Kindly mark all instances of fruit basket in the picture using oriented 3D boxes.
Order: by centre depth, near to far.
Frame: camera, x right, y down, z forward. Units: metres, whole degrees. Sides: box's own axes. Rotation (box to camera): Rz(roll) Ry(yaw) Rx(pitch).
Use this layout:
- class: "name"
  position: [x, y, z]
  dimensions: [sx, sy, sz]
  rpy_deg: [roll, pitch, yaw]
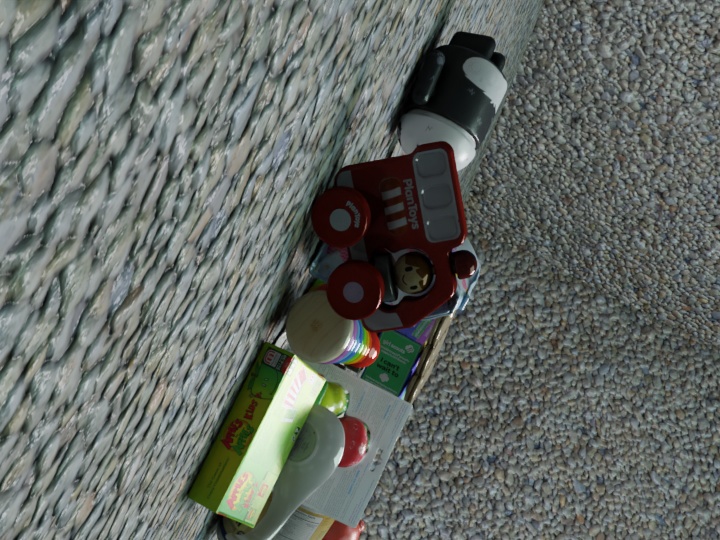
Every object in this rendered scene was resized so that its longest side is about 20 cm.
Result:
- class: "fruit basket"
  position: [-0.052, 0.221, 1.440]
  dimensions: [0.187, 0.198, 0.094]
  rpy_deg: [-64, -159, -5]

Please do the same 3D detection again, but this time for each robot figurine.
- class: "robot figurine"
  position: [0.130, -0.237, 1.521]
  dimensions: [0.202, 0.149, 0.125]
  rpy_deg: [-64, -165, -11]

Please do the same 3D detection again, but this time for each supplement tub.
- class: "supplement tub"
  position: [-0.104, 0.333, 1.549]
  dimensions: [0.201, 0.143, 0.144]
  rpy_deg: [-57, 176, 16]

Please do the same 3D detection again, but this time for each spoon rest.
- class: "spoon rest"
  position: [-0.092, 0.261, 1.345]
  dimensions: [0.201, 0.099, 0.061]
  rpy_deg: [-57, 151, -9]

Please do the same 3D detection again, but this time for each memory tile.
- class: "memory tile"
  position: [0.114, 0.123, 1.697]
  dimensions: [0.200, 0.017, 0.155]
  rpy_deg: [-33, 145, -75]

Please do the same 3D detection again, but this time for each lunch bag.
- class: "lunch bag"
  position: [0.054, -0.013, 1.390]
  dimensions: [0.129, 0.198, 0.170]
  rpy_deg: [-67, 174, 22]

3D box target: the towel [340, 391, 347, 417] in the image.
- class: "towel"
  position: [-0.050, 0.246, 1.932]
  dimensions: [0.133, 0.034, 0.204]
  rpy_deg: [-51, 135, -69]

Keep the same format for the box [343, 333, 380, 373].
- class: "box"
  position: [0.028, 0.085, 1.733]
  dimensions: [0.200, 0.032, 0.123]
  rpy_deg: [-41, 155, -77]

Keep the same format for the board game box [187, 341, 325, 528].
- class: "board game box"
  position: [-0.122, 0.199, 1.290]
  dimensions: [0.202, 0.047, 0.102]
  rpy_deg: [-64, 151, -12]

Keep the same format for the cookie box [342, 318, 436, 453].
- class: "cookie box"
  position: [0.046, 0.172, 1.729]
  dimensions: [0.202, 0.074, 0.171]
  rpy_deg: [-67, 171, 14]

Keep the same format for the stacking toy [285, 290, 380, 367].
- class: "stacking toy"
  position: [-0.024, 0.087, 1.341]
  dimensions: [0.086, 0.084, 0.200]
  rpy_deg: [-64, 159, -5]

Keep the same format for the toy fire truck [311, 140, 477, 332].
- class: "toy fire truck"
  position: [0.044, -0.034, 1.222]
  dimensions: [0.112, 0.165, 0.203]
  rpy_deg: [-43, 122, -72]

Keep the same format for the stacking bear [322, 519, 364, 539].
- class: "stacking bear"
  position: [-0.093, 0.385, 1.690]
  dimensions: [0.122, 0.198, 0.114]
  rpy_deg: [-59, 172, -38]

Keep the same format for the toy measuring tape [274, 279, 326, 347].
- class: "toy measuring tape"
  position: [-0.057, 0.076, 1.396]
  dimensions: [0.201, 0.073, 0.074]
  rpy_deg: [-58, 171, -49]

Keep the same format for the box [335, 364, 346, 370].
- class: "box"
  position: [-0.082, 0.217, 1.728]
  dimensions: [0.101, 0.074, 0.201]
  rpy_deg: [-61, 174, -27]
